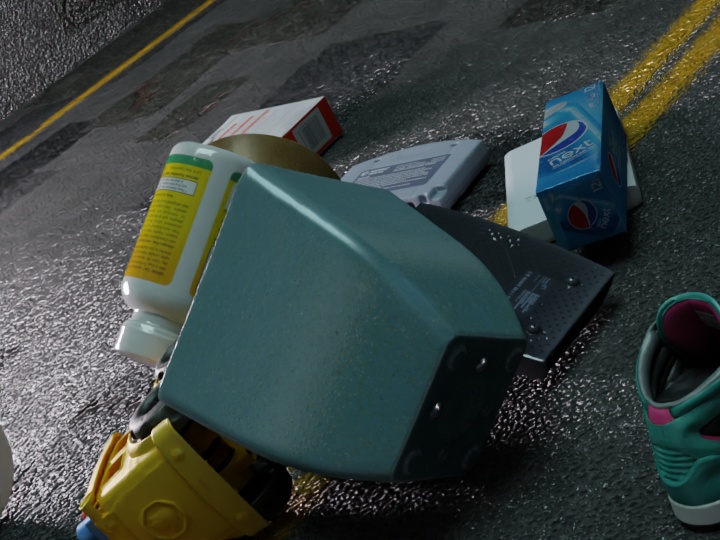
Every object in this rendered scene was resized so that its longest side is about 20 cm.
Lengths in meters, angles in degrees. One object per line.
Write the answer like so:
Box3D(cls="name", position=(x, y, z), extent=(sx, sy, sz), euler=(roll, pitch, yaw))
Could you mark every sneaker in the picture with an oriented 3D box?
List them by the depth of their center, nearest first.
Box3D(cls="sneaker", position=(0.247, 0.057, 0.907), extent=(0.083, 0.122, 0.200), euler=(0, 36, 50))

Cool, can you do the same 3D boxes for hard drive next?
Box3D(cls="hard drive", position=(0.101, 0.017, 1.179), extent=(0.198, 0.043, 0.135), euler=(22, 49, 30))
Box3D(cls="hard drive", position=(0.210, -0.094, 1.394), extent=(0.131, 0.027, 0.201), euler=(-23, 24, 16))

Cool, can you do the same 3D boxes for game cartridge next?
Box3D(cls="game cartridge", position=(0.047, -0.097, 1.581), extent=(0.198, 0.041, 0.133), euler=(-7, 34, 41))

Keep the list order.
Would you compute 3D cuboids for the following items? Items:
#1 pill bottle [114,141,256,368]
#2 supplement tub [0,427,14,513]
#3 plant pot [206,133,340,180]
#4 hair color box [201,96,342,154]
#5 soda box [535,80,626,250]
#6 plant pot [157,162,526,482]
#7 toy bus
Box3D(cls="pill bottle", position=(-0.155, -0.007, 1.284), extent=(0.112, 0.112, 0.202), euler=(5, 74, 54))
Box3D(cls="supplement tub", position=(-0.463, 0.213, 1.389), extent=(0.198, 0.141, 0.141), euler=(-16, 25, 28))
Box3D(cls="plant pot", position=(-0.115, -0.006, 1.424), extent=(0.184, 0.187, 0.201), euler=(-18, 39, 25))
Box3D(cls="hair color box", position=(-0.134, -0.176, 1.923), extent=(0.198, 0.064, 0.111), euler=(-3, 35, 44))
Box3D(cls="soda box", position=(0.208, -0.100, 1.286), extent=(0.064, 0.068, 0.201), euler=(-19, 25, 20))
Box3D(cls="plant pot", position=(0.005, 0.058, 1.043), extent=(0.199, 0.198, 0.195), euler=(30, 13, 34))
Box3D(cls="toy bus", position=(-0.162, 0.169, 1.173), extent=(0.192, 0.136, 0.201), euler=(-40, 17, 17))
